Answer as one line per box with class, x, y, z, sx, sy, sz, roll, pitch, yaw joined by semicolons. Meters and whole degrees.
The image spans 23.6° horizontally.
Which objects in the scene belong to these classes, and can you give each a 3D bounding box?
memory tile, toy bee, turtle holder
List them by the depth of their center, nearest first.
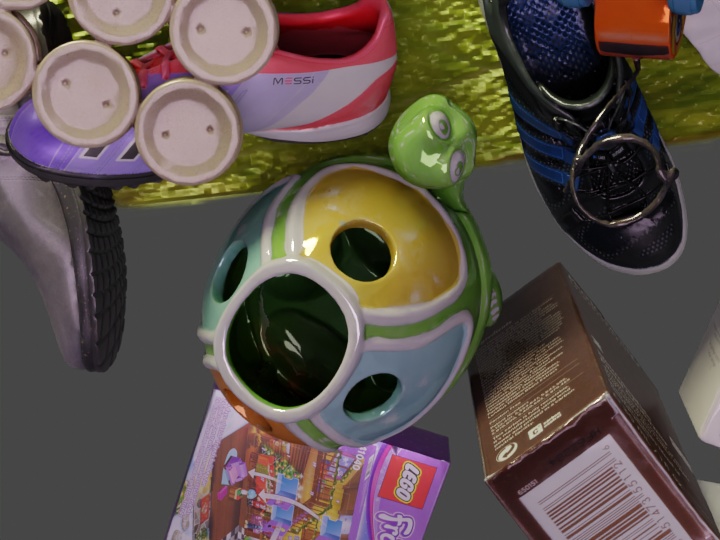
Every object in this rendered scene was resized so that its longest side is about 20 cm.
toy bee;0.120;-0.139;0.775;0.130;0.109;0.201;27;110;10
memory tile;-0.131;-0.135;0.777;0.199;0.017;0.154;19;104;-4
turtle holder;0.002;0.011;0.849;0.185;0.132;0.141;-26;91;23

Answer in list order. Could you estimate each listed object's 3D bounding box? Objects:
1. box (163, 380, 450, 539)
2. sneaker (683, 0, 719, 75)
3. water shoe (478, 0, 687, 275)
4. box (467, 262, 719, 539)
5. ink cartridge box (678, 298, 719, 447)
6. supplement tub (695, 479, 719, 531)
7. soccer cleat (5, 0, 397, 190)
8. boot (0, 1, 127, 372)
box;-0.045;0.168;0.970;0.136;0.039;0.201;18;107;-5
sneaker;0.234;-0.136;0.861;0.199;0.074;0.115;22;145;-30
water shoe;0.109;-0.077;0.869;0.071;0.079;0.201;-26;106;9
box;0.110;0.080;0.857;0.075;0.200;0.100;-37;105;9
ink cartridge box;0.262;0.008;0.902;0.116;0.068;0.201;19;109;-6
supplement tub;0.167;0.229;0.933;0.145;0.145;0.201;0;108;0
soccer cleat;-0.075;-0.093;0.837;0.199;0.068;0.073;-12;142;-20
boot;-0.201;-0.037;0.899;0.131;0.070;0.201;-10;97;7
